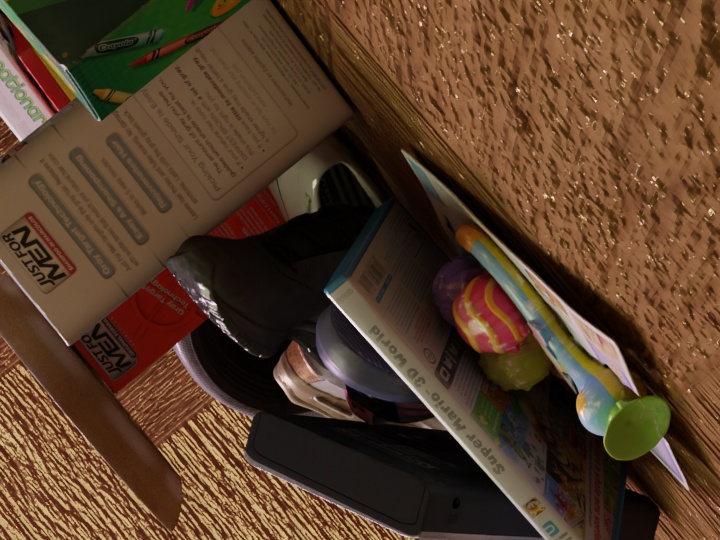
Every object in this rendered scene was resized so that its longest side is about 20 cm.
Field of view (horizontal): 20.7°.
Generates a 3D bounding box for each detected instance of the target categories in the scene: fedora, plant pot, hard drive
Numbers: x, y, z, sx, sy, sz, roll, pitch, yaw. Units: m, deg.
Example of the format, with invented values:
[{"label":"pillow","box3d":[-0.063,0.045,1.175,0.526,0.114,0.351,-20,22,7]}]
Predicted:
[{"label":"fedora","box3d":[-0.051,0.013,1.410,0.090,0.176,0.201,-84,-11,-51]},{"label":"plant pot","box3d":[-0.168,0.073,1.192,0.200,0.027,0.200,49,172,9]},{"label":"hard drive","box3d":[0.054,0.117,1.096,0.200,0.033,0.139,10,-174,-45]}]

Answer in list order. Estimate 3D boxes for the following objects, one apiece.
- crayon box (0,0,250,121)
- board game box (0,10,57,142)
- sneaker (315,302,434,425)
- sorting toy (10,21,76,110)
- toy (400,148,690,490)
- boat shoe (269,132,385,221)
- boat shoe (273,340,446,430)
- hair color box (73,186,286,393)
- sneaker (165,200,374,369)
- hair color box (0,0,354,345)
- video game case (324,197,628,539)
[{"label":"crayon box","box3d":[-0.149,-0.185,1.004,0.200,0.119,0.058,47,172,26]},{"label":"board game box","box3d":[-0.251,-0.132,1.507,0.200,0.035,0.126,56,-175,-40]},{"label":"sneaker","box3d":[0.017,0.058,1.071,0.070,0.082,0.200,57,-160,19]},{"label":"sorting toy","box3d":[-0.199,-0.149,1.522,0.199,0.069,0.200,57,-176,-33]},{"label":"toy","box3d":[0.077,0.031,0.974,0.200,0.047,0.115,42,168,48]},{"label":"boat shoe","box3d":[0.000,0.000,1.193,0.200,0.073,0.067,57,173,-36]},{"label":"boat shoe","box3d":[0.016,0.080,1.350,0.200,0.068,0.075,34,-154,-47]},{"label":"hair color box","box3d":[-0.103,-0.018,1.238,0.061,0.200,0.101,52,173,-20]},{"label":"sneaker","box3d":[-0.032,-0.001,1.077,0.076,0.091,0.200,45,-167,23]},{"label":"hair color box","box3d":[-0.113,-0.062,1.072,0.099,0.200,0.061,52,173,-13]},{"label":"video game case","box3d":[0.066,0.058,1.025,0.200,0.018,0.143,48,-161,-6]}]
